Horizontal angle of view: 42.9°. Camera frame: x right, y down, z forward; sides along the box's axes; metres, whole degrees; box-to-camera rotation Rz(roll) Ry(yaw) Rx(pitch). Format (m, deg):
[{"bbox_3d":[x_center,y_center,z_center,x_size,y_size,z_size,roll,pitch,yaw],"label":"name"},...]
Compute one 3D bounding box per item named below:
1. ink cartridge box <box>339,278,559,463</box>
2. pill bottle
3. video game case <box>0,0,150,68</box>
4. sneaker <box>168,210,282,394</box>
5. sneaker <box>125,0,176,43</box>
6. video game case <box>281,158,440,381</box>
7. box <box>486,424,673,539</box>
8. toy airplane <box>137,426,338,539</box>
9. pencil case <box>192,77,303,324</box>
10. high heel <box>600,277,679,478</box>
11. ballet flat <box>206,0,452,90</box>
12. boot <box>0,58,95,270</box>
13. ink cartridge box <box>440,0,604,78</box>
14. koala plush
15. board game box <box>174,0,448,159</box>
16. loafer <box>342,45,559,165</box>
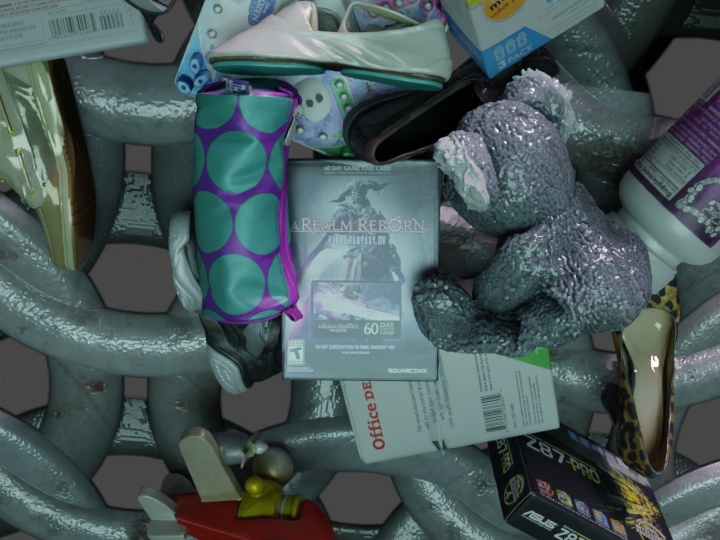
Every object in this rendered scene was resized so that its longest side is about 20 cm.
[{"bbox_3d":[0.082,0.093,0.901,0.199,0.084,0.146,-11,115,3],"label":"ink cartridge box"},{"bbox_3d":[0.304,-0.077,0.814,0.112,0.112,0.200,35,110,-17],"label":"pill bottle"},{"bbox_3d":[-0.282,-0.257,0.729,0.199,0.022,0.183,-9,100,3],"label":"video game case"},{"bbox_3d":[-0.104,0.022,0.869,0.114,0.076,0.200,-15,121,3],"label":"sneaker"},{"bbox_3d":[-0.133,-0.239,0.700,0.199,0.078,0.140,-1,126,-24],"label":"sneaker"},{"bbox_3d":[0.000,0.000,0.826,0.142,0.019,0.201,0,97,2],"label":"video game case"},{"bbox_3d":[0.223,0.229,0.930,0.200,0.161,0.049,30,112,-14],"label":"box"},{"bbox_3d":[-0.126,0.242,0.953,0.199,0.141,0.200,39,145,-8],"label":"toy airplane"},{"bbox_3d":[-0.092,-0.059,0.769,0.092,0.085,0.201,4,103,17],"label":"pencil case"},{"bbox_3d":[0.284,0.091,0.876,0.071,0.143,0.200,4,116,-4],"label":"high heel"},{"bbox_3d":[-0.023,-0.187,0.750,0.199,0.069,0.070,5,116,1],"label":"ballet flat"},{"bbox_3d":[-0.322,-0.091,0.804,0.154,0.072,0.201,-6,109,-1],"label":"boot"},{"bbox_3d":[0.110,-0.250,0.681,0.115,0.068,0.200,-33,150,2],"label":"ink cartridge box"},{"bbox_3d":[0.134,-0.050,0.747,0.184,0.177,0.200,4,122,47],"label":"koala plush"},{"bbox_3d":[-0.035,-0.204,0.787,0.200,0.026,0.200,23,112,-12],"label":"board game box"},{"bbox_3d":[0.085,-0.135,0.787,0.200,0.063,0.072,-21,124,-5],"label":"loafer"}]
